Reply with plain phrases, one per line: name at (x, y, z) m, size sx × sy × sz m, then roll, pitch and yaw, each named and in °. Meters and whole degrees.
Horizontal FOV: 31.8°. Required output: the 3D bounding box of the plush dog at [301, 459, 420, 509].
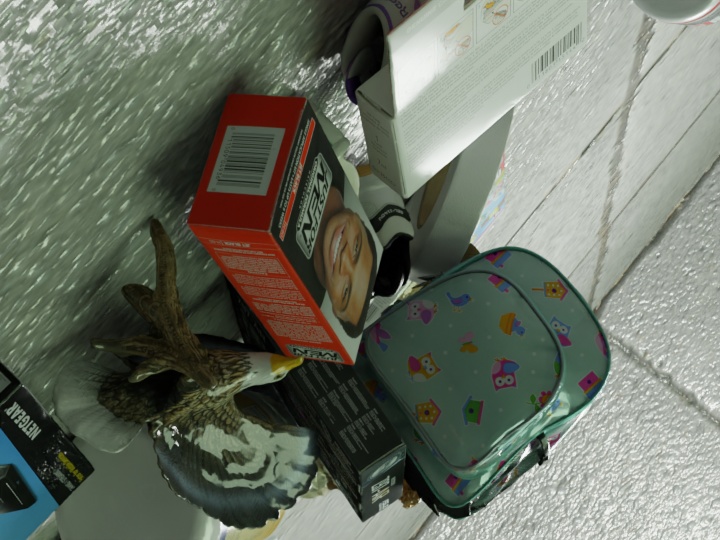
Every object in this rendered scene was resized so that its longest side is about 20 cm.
plush dog at (-0.030, 0.204, 1.417) m, size 0.170 × 0.162 × 0.200 m, roll -17°, pitch 169°, yaw 11°

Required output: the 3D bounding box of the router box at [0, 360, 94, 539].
router box at (-0.254, 0.139, 0.792) m, size 0.149 × 0.051 × 0.200 m, roll -46°, pitch 163°, yaw -16°

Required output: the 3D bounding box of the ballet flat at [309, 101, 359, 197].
ballet flat at (-0.030, -0.058, 0.970) m, size 0.070 × 0.069 × 0.200 m, roll -47°, pitch 164°, yaw -15°

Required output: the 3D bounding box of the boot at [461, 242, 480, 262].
boot at (0.057, 0.067, 1.347) m, size 0.155 × 0.072 × 0.201 m, roll -41°, pitch -160°, yaw 36°

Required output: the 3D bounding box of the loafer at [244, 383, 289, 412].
loafer at (-0.088, 0.139, 1.218) m, size 0.201 × 0.068 × 0.070 m, roll -51°, pitch 148°, yaw 19°

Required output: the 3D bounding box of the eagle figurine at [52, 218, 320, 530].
eagle figurine at (-0.108, 0.085, 0.887) m, size 0.200 × 0.150 × 0.153 m, roll 79°, pitch 31°, yaw -63°

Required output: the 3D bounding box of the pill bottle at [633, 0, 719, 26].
pill bottle at (0.371, -0.331, 1.409) m, size 0.116 × 0.116 × 0.200 m, roll -58°, pitch 163°, yaw 21°

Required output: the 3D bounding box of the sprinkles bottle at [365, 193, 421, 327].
sprinkles bottle at (0.027, 0.015, 1.286) m, size 0.201 × 0.068 × 0.068 m, roll -53°, pitch 164°, yaw 5°

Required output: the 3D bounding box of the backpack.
backpack at (0.102, 0.078, 1.033) m, size 0.199 × 0.176 × 0.154 m, roll -34°, pitch 161°, yaw -13°

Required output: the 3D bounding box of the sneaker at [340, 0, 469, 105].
sneaker at (0.030, -0.145, 0.960) m, size 0.114 × 0.072 × 0.201 m, roll -41°, pitch 151°, yaw -22°

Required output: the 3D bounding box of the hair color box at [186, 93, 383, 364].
hair color box at (-0.045, -0.023, 0.870) m, size 0.200 × 0.061 × 0.102 m, roll 61°, pitch 39°, yaw -59°

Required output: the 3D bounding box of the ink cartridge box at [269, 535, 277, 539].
ink cartridge box at (-0.196, 0.353, 1.366) m, size 0.201 × 0.083 × 0.145 m, roll -57°, pitch 163°, yaw 17°

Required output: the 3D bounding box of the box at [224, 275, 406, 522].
box at (-0.037, 0.097, 1.040) m, size 0.043 × 0.201 × 0.161 m, roll -31°, pitch 159°, yaw -12°

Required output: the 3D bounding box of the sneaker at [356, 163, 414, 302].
sneaker at (0.000, 0.000, 1.110) m, size 0.075 × 0.088 × 0.201 m, roll -19°, pitch 150°, yaw -19°

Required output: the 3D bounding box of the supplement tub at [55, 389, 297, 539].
supplement tub at (-0.137, 0.171, 1.026) m, size 0.145 × 0.144 × 0.200 m, roll -56°, pitch 164°, yaw 15°

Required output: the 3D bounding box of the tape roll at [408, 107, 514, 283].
tape roll at (0.085, -0.082, 1.131) m, size 0.203 × 0.037 × 0.205 m, roll -161°, pitch -90°, yaw -84°

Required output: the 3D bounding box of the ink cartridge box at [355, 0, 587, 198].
ink cartridge box at (0.081, -0.170, 0.884) m, size 0.200 × 0.045 × 0.177 m, roll -41°, pitch 151°, yaw -18°

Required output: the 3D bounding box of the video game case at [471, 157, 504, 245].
video game case at (0.119, -0.058, 1.477) m, size 0.143 × 0.017 × 0.200 m, roll -50°, pitch 164°, yaw -9°
